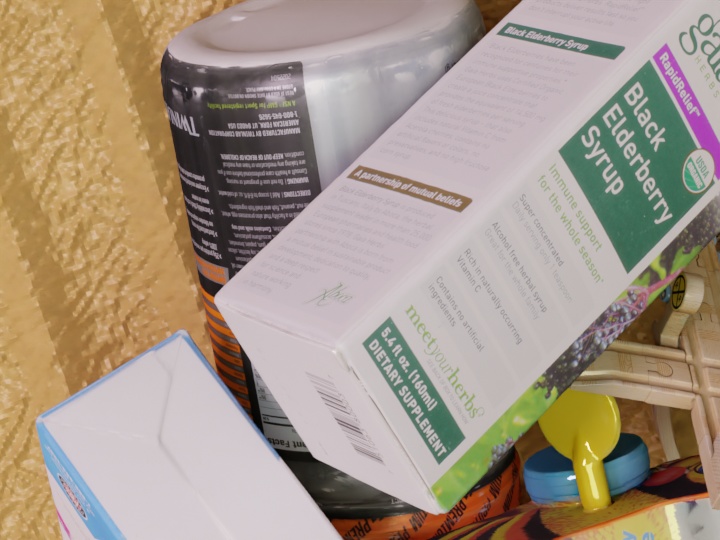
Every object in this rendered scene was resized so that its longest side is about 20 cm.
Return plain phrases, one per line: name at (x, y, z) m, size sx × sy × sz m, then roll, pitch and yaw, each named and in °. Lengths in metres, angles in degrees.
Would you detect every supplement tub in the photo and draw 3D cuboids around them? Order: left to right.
supplement tub at (0.000, 0.000, 1.080) m, size 0.122 × 0.123 × 0.201 m, roll -9°, pitch 109°, yaw 2°

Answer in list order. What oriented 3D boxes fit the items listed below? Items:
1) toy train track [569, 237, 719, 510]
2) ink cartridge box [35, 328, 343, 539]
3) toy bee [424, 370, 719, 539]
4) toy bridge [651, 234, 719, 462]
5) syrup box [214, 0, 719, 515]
toy train track at (0.126, 0.002, 1.045) m, size 0.114 × 0.201 × 0.033 m, roll 9°, pitch 132°, yaw -16°
ink cartridge box at (-0.057, 0.121, 1.088) m, size 0.068 × 0.200 × 0.115 m, roll -32°, pitch 68°, yaw -15°
toy bee at (0.106, 0.088, 1.038) m, size 0.200 × 0.109 × 0.131 m, roll -42°, pitch 111°, yaw -23°
toy bridge at (0.151, 0.035, 1.144) m, size 0.067 × 0.027 × 0.201 m, roll 8°, pitch 107°, yaw -3°
syrup box at (0.054, -0.019, 0.989) m, size 0.200 × 0.081 × 0.079 m, roll -43°, pitch 122°, yaw -19°
